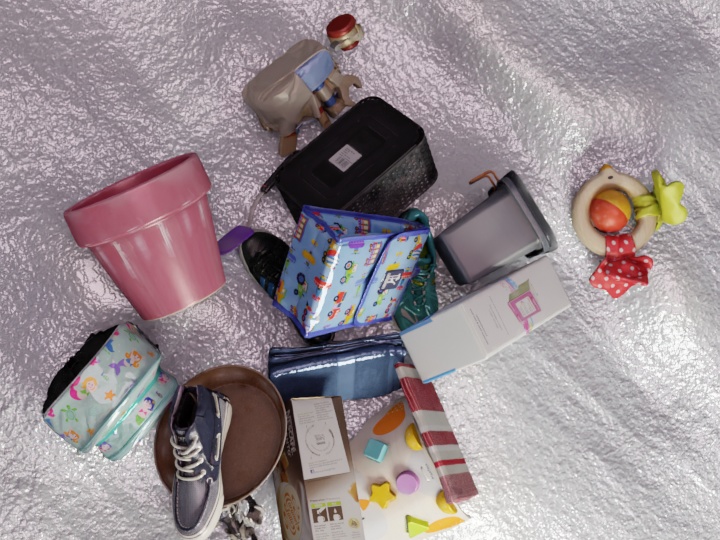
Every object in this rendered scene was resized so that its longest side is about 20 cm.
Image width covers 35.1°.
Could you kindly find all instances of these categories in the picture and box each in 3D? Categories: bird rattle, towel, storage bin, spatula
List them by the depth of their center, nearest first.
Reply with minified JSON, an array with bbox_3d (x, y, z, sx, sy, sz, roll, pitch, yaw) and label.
[{"bbox_3d":[0.103,0.226,1.580,0.023,0.144,0.201,-26,75,12],"label":"towel"},{"bbox_3d":[-0.035,0.143,1.601,0.198,0.112,0.049,-9,47,-13],"label":"towel"},{"bbox_3d":[-0.005,-0.134,1.610,0.200,0.094,0.135,-41,53,-12],"label":"storage bin"},{"bbox_3d":[0.177,-0.055,1.620,0.134,0.200,0.146,-31,89,-3],"label":"storage bin"},{"bbox_3d":[-0.146,-0.097,1.634,0.021,0.056,0.201,44,74,-34],"label":"spatula"},{"bbox_3d":[0.393,-0.068,1.722,0.163,0.113,0.201,36,92,8],"label":"bird rattle"}]

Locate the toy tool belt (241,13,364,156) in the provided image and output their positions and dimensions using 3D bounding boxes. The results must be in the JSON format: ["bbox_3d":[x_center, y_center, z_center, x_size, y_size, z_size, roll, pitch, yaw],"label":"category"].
[{"bbox_3d":[-0.064,-0.266,1.650,0.200,0.125,0.123,-40,129,-9],"label":"toy tool belt"}]

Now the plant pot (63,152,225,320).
[{"bbox_3d":[-0.276,-0.039,1.543,0.199,0.200,0.180,-26,104,-12],"label":"plant pot"}]

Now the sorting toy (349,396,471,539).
[{"bbox_3d":[0.032,0.312,1.607,0.179,0.107,0.201,-28,89,7],"label":"sorting toy"}]

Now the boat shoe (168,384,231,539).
[{"bbox_3d":[-0.221,0.243,1.470,0.074,0.093,0.202,-5,65,19],"label":"boat shoe"}]

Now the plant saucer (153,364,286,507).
[{"bbox_3d":[-0.185,0.227,1.540,0.199,0.035,0.202,-10,62,19],"label":"plant saucer"}]

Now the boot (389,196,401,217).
[{"bbox_3d":[0.006,-0.043,1.647,0.075,0.074,0.201,21,83,0],"label":"boot"}]

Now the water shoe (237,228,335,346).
[{"bbox_3d":[-0.097,0.019,1.614,0.071,0.079,0.200,-39,91,-12],"label":"water shoe"}]

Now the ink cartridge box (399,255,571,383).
[{"bbox_3d":[0.176,0.067,1.586,0.199,0.144,0.085,-24,87,-40],"label":"ink cartridge box"}]

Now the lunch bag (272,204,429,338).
[{"bbox_3d":[0.000,0.000,1.547,0.199,0.094,0.151,-2,121,-40],"label":"lunch bag"}]

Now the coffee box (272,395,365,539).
[{"bbox_3d":[-0.064,0.282,1.541,0.079,0.114,0.202,-1,70,-27],"label":"coffee box"}]

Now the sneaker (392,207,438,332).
[{"bbox_3d":[0.078,0.008,1.646,0.077,0.080,0.202,-5,85,-11],"label":"sneaker"}]

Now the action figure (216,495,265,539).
[{"bbox_3d":[-0.176,0.354,1.550,0.119,0.102,0.201,-36,92,0],"label":"action figure"}]

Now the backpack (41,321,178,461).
[{"bbox_3d":[-0.331,0.158,1.495,0.150,0.200,0.178,41,78,-3],"label":"backpack"}]
